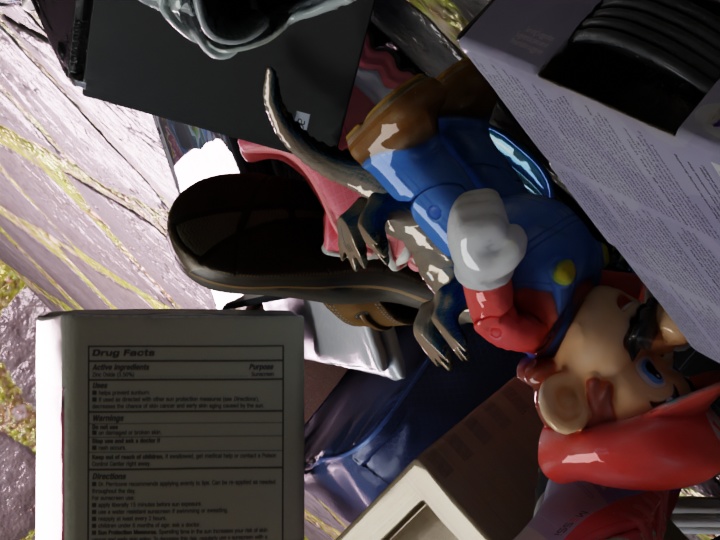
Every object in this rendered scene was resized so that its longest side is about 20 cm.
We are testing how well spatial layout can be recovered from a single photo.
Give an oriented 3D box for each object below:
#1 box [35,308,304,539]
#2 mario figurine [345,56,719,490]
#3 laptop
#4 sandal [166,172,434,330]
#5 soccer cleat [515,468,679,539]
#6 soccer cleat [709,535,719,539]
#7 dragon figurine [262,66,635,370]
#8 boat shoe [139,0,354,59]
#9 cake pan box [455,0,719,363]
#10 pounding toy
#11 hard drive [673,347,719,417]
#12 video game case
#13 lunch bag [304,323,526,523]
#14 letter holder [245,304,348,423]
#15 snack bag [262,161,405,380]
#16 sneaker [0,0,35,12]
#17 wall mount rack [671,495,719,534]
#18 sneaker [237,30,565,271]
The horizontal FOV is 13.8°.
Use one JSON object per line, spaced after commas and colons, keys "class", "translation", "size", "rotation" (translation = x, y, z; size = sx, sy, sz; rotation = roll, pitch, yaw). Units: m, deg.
{"class": "box", "translation": [-0.102, 0.121, 1.556], "size": [0.127, 0.201, 0.109], "rotation": [1, 178, -14]}
{"class": "mario figurine", "translation": [0.090, -0.002, 1.212], "size": [0.200, 0.123, 0.106], "rotation": [54, 155, 5]}
{"class": "laptop", "translation": [-0.083, -0.160, 1.286], "size": [0.177, 0.103, 0.200], "rotation": [107, 142, -57]}
{"class": "sandal", "translation": [0.000, 0.000, 1.406], "size": [0.055, 0.199, 0.082], "rotation": [118, 146, -45]}
{"class": "soccer cleat", "translation": [0.102, 0.115, 1.251], "size": [0.073, 0.200, 0.068], "rotation": [-18, 105, 38]}
{"class": "soccer cleat", "translation": [0.215, 0.148, 1.260], "size": [0.199, 0.073, 0.068], "rotation": [9, 127, 43]}
{"class": "dragon figurine", "translation": [0.046, -0.027, 1.294], "size": [0.200, 0.099, 0.059], "rotation": [48, 163, 1]}
{"class": "boat shoe", "translation": [-0.047, -0.121, 1.140], "size": [0.070, 0.072, 0.201], "rotation": [35, 157, -23]}
{"class": "cake pan box", "translation": [0.142, -0.017, 1.057], "size": [0.200, 0.052, 0.184], "rotation": [49, 167, -34]}
{"class": "pounding toy", "translation": [0.084, 0.178, 1.406], "size": [0.200, 0.142, 0.184], "rotation": [48, 133, 6]}
{"class": "hard drive", "translation": [0.214, 0.089, 1.264], "size": [0.140, 0.038, 0.200], "rotation": [47, 170, -28]}
{"class": "video game case", "translation": [-0.076, -0.070, 1.518], "size": [0.200, 0.025, 0.181], "rotation": [168, 83, -78]}
{"class": "lunch bag", "translation": [0.059, 0.091, 1.551], "size": [0.132, 0.136, 0.200], "rotation": [39, 166, -8]}
{"class": "letter holder", "translation": [0.046, 0.061, 1.693], "size": [0.200, 0.142, 0.101], "rotation": [45, -158, -11]}
{"class": "snack bag", "translation": [-0.041, -0.037, 1.530], "size": [0.200, 0.021, 0.189], "rotation": [7, 116, 71]}
{"class": "sneaker", "translation": [-0.165, -0.167, 1.568], "size": [0.072, 0.072, 0.200], "rotation": [46, 169, -12]}
{"class": "wall mount rack", "translation": [0.132, 0.157, 1.568], "size": [0.173, 0.075, 0.200], "rotation": [0, 173, -6]}
{"class": "sneaker", "translation": [0.027, -0.026, 1.367], "size": [0.200, 0.087, 0.074], "rotation": [41, 171, 6]}
